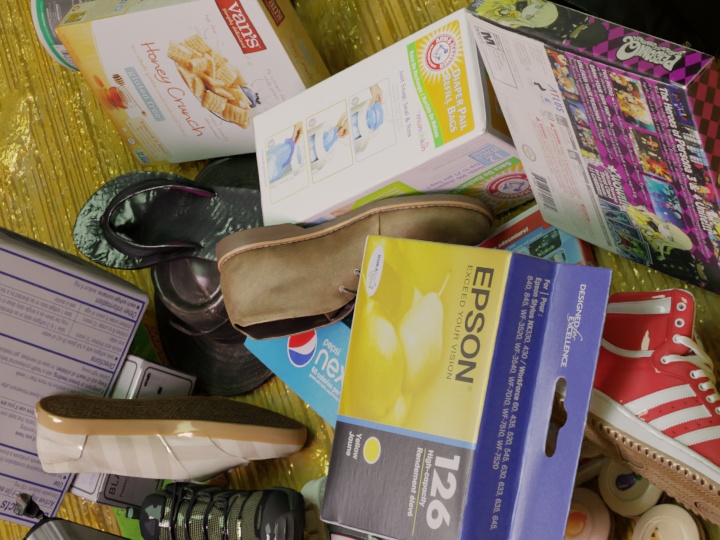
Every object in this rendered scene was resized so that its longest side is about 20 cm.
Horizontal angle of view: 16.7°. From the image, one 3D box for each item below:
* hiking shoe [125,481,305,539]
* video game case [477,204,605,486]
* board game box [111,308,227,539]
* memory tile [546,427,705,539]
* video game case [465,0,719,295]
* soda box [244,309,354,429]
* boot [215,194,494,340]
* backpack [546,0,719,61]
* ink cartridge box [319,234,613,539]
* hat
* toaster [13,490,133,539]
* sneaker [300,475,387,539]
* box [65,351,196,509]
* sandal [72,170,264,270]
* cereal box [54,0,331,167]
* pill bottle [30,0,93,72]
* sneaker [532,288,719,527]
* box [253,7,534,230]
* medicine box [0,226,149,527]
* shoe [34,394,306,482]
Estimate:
[{"bbox_3d":[-0.104,0.188,1.737,0.200,0.100,0.076,167,106,-69],"label":"hiking shoe"},{"bbox_3d":[0.113,0.062,1.687,0.143,0.017,0.200,-31,57,30],"label":"video game case"},{"bbox_3d":[-0.175,0.117,1.921,0.096,0.030,0.200,-44,53,21],"label":"board game box"},{"bbox_3d":[0.152,0.186,1.592,0.153,0.017,0.200,-42,57,23],"label":"memory tile"},{"bbox_3d":[0.167,-0.079,1.562,0.181,0.200,0.036,25,62,40],"label":"video game case"},{"bbox_3d":[0.001,0.072,1.735,0.200,0.064,0.068,39,110,47],"label":"soda box"},{"bbox_3d":[0.000,0.000,1.713,0.200,0.074,0.076,-14,58,9],"label":"boot"},{"bbox_3d":[0.167,-0.219,1.619,0.154,0.190,0.200,21,91,44],"label":"backpack"},{"bbox_3d":[0.062,0.083,1.576,0.200,0.047,0.198,6,85,53],"label":"ink cartridge box"},{"bbox_3d":[-0.114,-0.010,1.874,0.200,0.081,0.201,-17,64,38],"label":"hat"},{"bbox_3d":[-0.196,0.283,1.763,0.181,0.200,0.119,-57,42,10],"label":"toaster"},{"bbox_3d":[0.019,0.205,1.680,0.087,0.074,0.200,-45,45,29],"label":"sneaker"},{"bbox_3d":[-0.228,0.108,1.914,0.200,0.060,0.117,14,85,44],"label":"box"},{"bbox_3d":[-0.140,-0.040,1.821,0.200,0.048,0.076,1,80,34],"label":"sandal"},{"bbox_3d":[-0.121,-0.153,1.884,0.200,0.144,0.040,-6,37,37],"label":"cereal box"},{"bbox_3d":[-0.161,-0.219,1.970,0.200,0.113,0.113,1,75,42],"label":"pill bottle"},{"bbox_3d":[0.215,0.085,1.548,0.200,0.071,0.113,32,71,23],"label":"sneaker"},{"bbox_3d":[0.037,-0.088,1.743,0.200,0.112,0.102,-25,59,33],"label":"box"},{"bbox_3d":[-0.284,0.070,1.809,0.103,0.182,0.200,25,91,45],"label":"medicine box"},{"bbox_3d":[-0.140,0.126,1.802,0.070,0.200,0.054,-112,26,-74],"label":"shoe"}]
